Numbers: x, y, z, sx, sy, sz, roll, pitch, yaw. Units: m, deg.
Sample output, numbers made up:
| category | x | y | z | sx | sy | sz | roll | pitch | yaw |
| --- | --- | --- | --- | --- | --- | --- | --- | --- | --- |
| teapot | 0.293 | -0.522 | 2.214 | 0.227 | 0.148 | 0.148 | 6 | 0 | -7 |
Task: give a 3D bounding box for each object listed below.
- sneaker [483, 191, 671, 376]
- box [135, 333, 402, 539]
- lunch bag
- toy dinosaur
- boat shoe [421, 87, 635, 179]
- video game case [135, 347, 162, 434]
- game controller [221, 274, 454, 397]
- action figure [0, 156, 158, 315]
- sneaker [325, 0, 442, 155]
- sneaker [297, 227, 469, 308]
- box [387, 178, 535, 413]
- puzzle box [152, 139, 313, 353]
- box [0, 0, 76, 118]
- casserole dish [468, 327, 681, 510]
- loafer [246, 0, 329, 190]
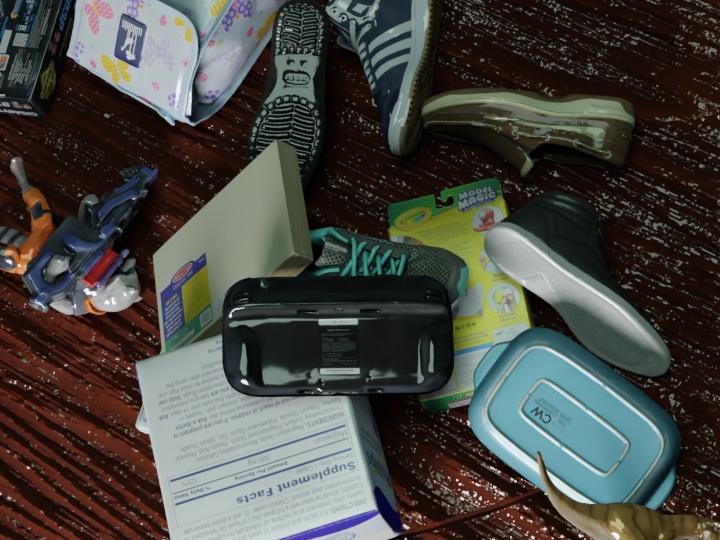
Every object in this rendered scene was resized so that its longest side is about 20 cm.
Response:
| category | x | y | z | sx | sy | sz | roll | pitch | yaw |
| --- | --- | --- | --- | --- | --- | --- | --- | --- | --- |
| sneaker | 0.212 | 0.003 | 1.488 | 0.200 | 0.071 | 0.099 | 40 | 49 | 3 |
| box | -0.080 | 0.157 | 1.468 | 0.183 | 0.105 | 0.201 | -18 | 66 | 7 |
| lunch bag | -0.183 | -0.262 | 1.671 | 0.169 | 0.127 | 0.201 | 33 | 88 | 26 |
| toy dinosaur | 0.211 | 0.217 | 1.395 | 0.199 | 0.060 | 0.107 | 15 | 93 | -18 |
| boat shoe | 0.153 | -0.125 | 1.554 | 0.201 | 0.075 | 0.075 | 2 | 76 | 16 |
| video game case | -0.094 | 0.087 | 1.567 | 0.199 | 0.023 | 0.183 | 12 | 73 | 19 |
| game controller | -0.019 | 0.055 | 1.423 | 0.198 | 0.042 | 0.105 | -1 | 80 | -3 |
| action figure | -0.286 | -0.030 | 1.645 | 0.193 | 0.105 | 0.200 | 34 | 56 | 17 |
| sneaker | 0.015 | -0.203 | 1.621 | 0.108 | 0.070 | 0.201 | 4 | 65 | 12 |
| sneaker | 0.000 | 0.000 | 1.494 | 0.199 | 0.091 | 0.078 | 4 | 74 | 31 |
| box | 0.094 | 0.020 | 1.529 | 0.117 | 0.048 | 0.201 | -13 | 69 | 10 |
| puzzle box | -0.121 | -0.012 | 1.531 | 0.200 | 0.025 | 0.134 | -39 | 46 | 34 |
| box | -0.383 | -0.267 | 1.769 | 0.158 | 0.046 | 0.201 | 7 | 72 | 18 |
| casserole dish | 0.184 | 0.135 | 1.436 | 0.200 | 0.039 | 0.121 | 37 | 90 | 9 |
| loafer | -0.062 | -0.162 | 1.633 | 0.072 | 0.071 | 0.201 | 12 | 88 | 3 |
